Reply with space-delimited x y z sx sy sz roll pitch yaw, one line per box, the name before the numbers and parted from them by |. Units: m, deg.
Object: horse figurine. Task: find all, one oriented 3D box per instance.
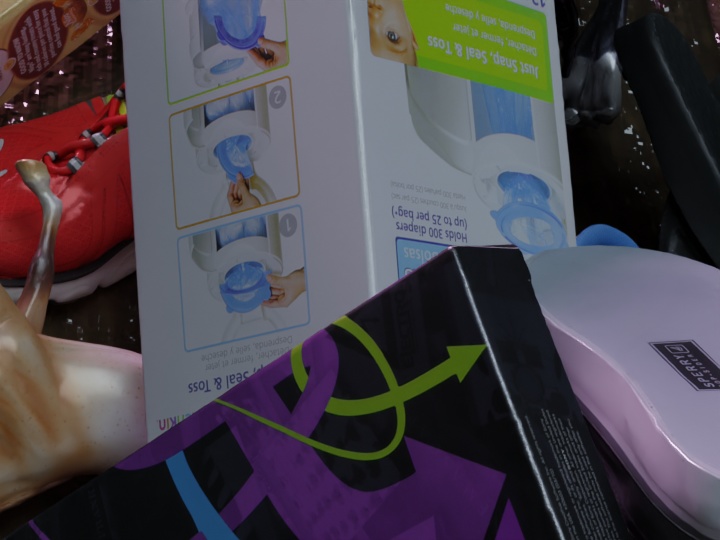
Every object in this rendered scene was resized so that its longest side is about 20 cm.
horse figurine | -0.080 0.030 0.725 0.199 0.050 0.133 8 74 -31

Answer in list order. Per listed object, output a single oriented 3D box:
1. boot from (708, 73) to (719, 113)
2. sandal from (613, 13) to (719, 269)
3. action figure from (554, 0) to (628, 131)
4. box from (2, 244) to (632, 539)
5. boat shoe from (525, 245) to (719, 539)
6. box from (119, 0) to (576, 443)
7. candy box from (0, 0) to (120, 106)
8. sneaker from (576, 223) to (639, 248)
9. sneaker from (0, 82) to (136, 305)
boot | 0.255 -0.035 0.902 0.210 0.080 0.158 -9 55 -27
sandal | 0.139 -0.003 0.843 0.075 0.048 0.201 12 54 -62
action figure | 0.061 -0.118 0.892 0.118 0.103 0.200 17 17 10
box | -0.012 0.101 0.589 0.036 0.200 0.144 1 62 -49
boat shoe | 0.088 0.049 0.596 0.069 0.067 0.200 -2 19 -13
box | 0.000 0.000 0.688 0.112 0.101 0.201 9 73 -48
candy box | -0.140 -0.141 0.821 0.200 0.055 0.115 -41 71 -19
sneaker | 0.110 0.044 0.721 0.074 0.083 0.200 9 13 -29
sneaker | -0.082 -0.052 0.788 0.199 0.085 0.077 -21 60 -33
